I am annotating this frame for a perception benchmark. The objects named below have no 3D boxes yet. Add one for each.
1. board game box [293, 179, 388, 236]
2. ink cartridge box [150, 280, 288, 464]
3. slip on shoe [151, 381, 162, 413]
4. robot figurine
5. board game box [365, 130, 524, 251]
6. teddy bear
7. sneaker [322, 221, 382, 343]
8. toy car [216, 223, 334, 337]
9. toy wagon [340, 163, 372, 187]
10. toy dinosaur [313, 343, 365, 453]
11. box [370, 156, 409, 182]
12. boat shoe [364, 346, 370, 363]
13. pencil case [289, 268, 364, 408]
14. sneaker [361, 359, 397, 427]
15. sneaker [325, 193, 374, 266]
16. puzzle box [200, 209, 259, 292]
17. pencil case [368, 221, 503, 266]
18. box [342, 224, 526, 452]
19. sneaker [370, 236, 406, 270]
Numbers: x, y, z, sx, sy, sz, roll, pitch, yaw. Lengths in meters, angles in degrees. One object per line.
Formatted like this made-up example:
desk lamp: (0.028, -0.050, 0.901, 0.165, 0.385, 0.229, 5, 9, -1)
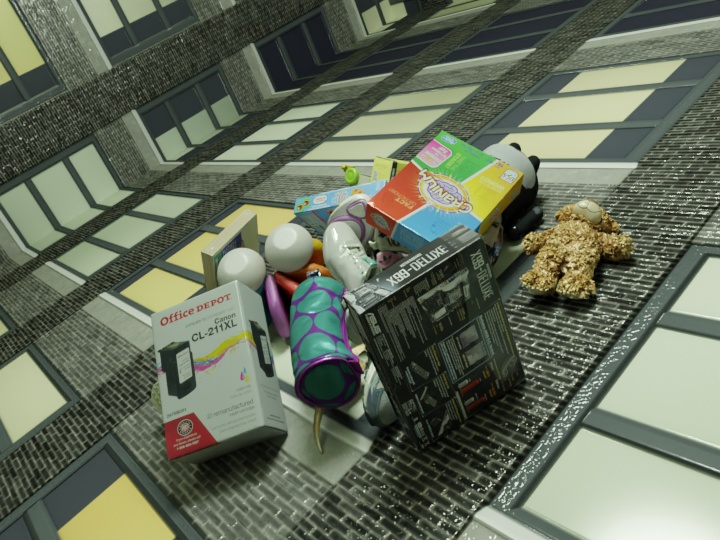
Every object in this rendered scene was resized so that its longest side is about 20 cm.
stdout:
board game box: (-0.001, -0.099, 1.185, 0.196, 0.151, 0.038, -6, 64, 33)
ink cartridge box: (-0.194, 0.137, 0.875, 0.142, 0.083, 0.205, -21, 67, 11)
slip on shoe: (-0.220, 0.183, 0.960, 0.195, 0.077, 0.061, -5, -1, 27)
robot figurine: (0.213, -0.126, 1.066, 0.199, 0.127, 0.149, -40, 26, -27)
board game box: (0.124, -0.106, 0.940, 0.151, 0.041, 0.200, 32, 58, 22)
teddy bear: (0.292, -0.033, 0.885, 0.199, 0.068, 0.144, -39, 31, -23)
sneaker: (0.000, 0.000, 0.968, 0.073, 0.089, 0.204, -3, 60, -27)
toy car: (-0.132, 0.036, 1.076, 0.196, 0.176, 0.152, -26, 62, -3)
toy wagon: (0.035, -0.175, 1.298, 0.197, 0.041, 0.153, 22, 13, 40)
toy dinosaur: (-0.042, 0.145, 0.873, 0.099, 0.059, 0.201, -3, 34, 37)
box: (0.120, -0.166, 1.183, 0.195, 0.052, 0.075, 4, 13, -29)
boat shoe: (0.066, 0.067, 0.910, 0.072, 0.064, 0.201, -2, 35, 39)
pencil case: (-0.047, 0.087, 0.850, 0.091, 0.086, 0.202, -25, 31, 8)
sneaker: (0.080, 0.116, 0.795, 0.085, 0.079, 0.200, 9, 43, 45)
sneaker: (-0.013, -0.073, 1.105, 0.074, 0.202, 0.101, 28, 54, 4)
puzzle box: (-0.222, 0.011, 1.136, 0.025, 0.204, 0.134, 20, 42, 18)
pencil case: (0.115, -0.048, 0.973, 0.194, 0.079, 0.091, 13, 59, 10)
box: (0.088, 0.077, 0.714, 0.155, 0.203, 0.050, -31, 28, -11)
sneaker: (0.046, -0.038, 1.098, 0.069, 0.083, 0.201, -26, 25, 3)
